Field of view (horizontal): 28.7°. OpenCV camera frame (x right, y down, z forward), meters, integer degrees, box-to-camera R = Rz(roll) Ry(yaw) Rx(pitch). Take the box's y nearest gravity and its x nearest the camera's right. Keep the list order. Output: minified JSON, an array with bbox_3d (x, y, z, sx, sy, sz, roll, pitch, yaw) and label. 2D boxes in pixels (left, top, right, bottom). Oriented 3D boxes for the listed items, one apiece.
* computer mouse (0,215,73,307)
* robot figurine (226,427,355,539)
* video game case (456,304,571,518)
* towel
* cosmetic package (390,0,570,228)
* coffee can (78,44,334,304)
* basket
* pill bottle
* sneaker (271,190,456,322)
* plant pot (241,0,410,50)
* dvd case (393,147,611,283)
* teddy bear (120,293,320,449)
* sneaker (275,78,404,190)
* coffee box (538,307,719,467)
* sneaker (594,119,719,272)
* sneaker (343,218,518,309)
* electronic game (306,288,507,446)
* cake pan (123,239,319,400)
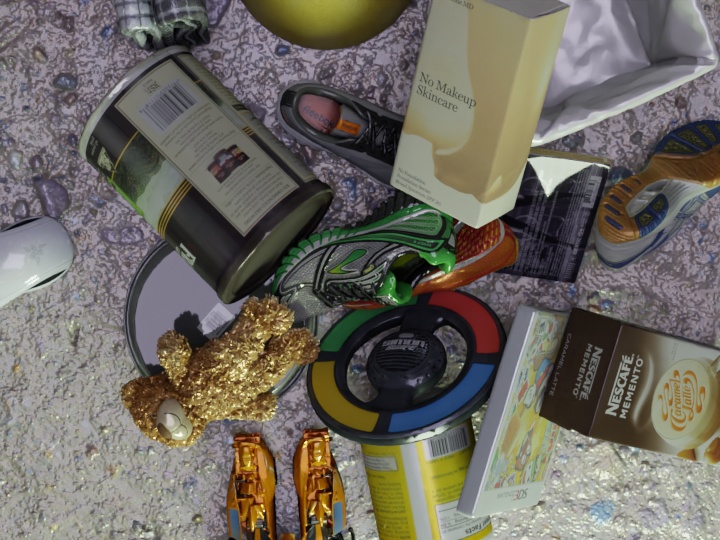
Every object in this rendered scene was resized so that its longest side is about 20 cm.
[{"bbox_3d":[-0.381,0.006,1.387,0.199,0.044,0.110,-26,94,0],"label":"computer mouse"},{"bbox_3d":[-0.074,0.262,1.409,0.143,0.058,0.202,-4,94,-1],"label":"robot figurine"},{"bbox_3d":[0.163,0.135,1.355,0.023,0.182,0.202,18,94,26],"label":"video game case"},{"bbox_3d":[-0.187,-0.290,1.294,0.085,0.200,0.167,-14,93,0],"label":"towel"},{"bbox_3d":[0.102,-0.152,1.236,0.105,0.071,0.202,27,123,27],"label":"cosmetic package"},{"bbox_3d":[-0.144,-0.090,1.317,0.200,0.146,0.146,45,92,9],"label":"coffee can"},{"bbox_3d":[0.202,-0.243,1.331,0.198,0.161,0.200,-23,95,0],"label":"basket"},{"bbox_3d":[0.067,0.226,1.385,0.113,0.114,0.202,-11,95,-1],"label":"pill bottle"},{"bbox_3d":[0.000,0.000,1.320,0.199,0.078,0.086,-28,55,23],"label":"sneaker"},{"bbox_3d":[-0.032,-0.315,1.326,0.198,0.142,0.202,0,94,-1],"label":"plant pot"},{"bbox_3d":[0.130,-0.061,1.375,0.198,0.016,0.150,7,129,-3],"label":"dvd case"},{"bbox_3d":[-0.132,0.102,1.336,0.198,0.067,0.146,-22,138,-3],"label":"teddy bear"},{"bbox_3d":[0.010,-0.128,1.374,0.198,0.079,0.075,21,92,-5],"label":"sneaker"},{"bbox_3d":[0.285,0.116,1.362,0.199,0.080,0.115,14,93,-31],"label":"coffee box"},{"bbox_3d":[0.305,-0.075,1.400,0.199,0.088,0.075,-32,62,-18],"label":"sneaker"},{"bbox_3d":[0.061,0.003,1.376,0.198,0.077,0.074,-14,61,25],"label":"sneaker"},{"bbox_3d":[0.044,0.088,1.345,0.198,0.201,0.042,-21,129,0],"label":"electronic game"},{"bbox_3d":[-0.140,0.051,1.402,0.198,0.037,0.203,0,94,-2],"label":"cake pan"}]
